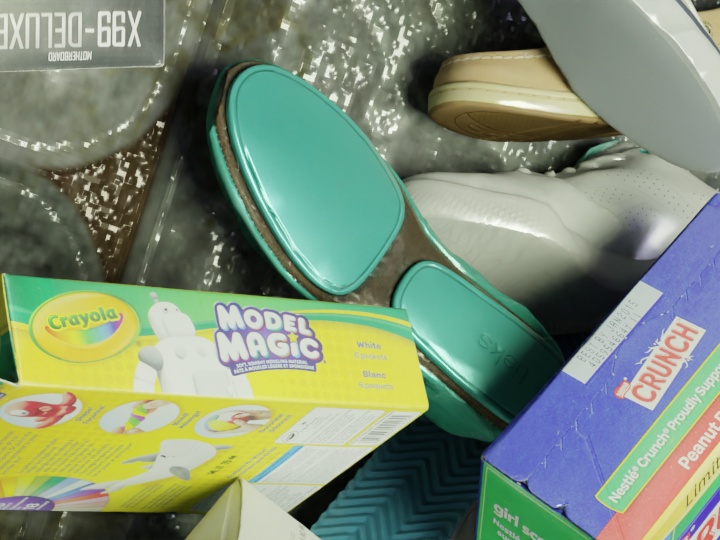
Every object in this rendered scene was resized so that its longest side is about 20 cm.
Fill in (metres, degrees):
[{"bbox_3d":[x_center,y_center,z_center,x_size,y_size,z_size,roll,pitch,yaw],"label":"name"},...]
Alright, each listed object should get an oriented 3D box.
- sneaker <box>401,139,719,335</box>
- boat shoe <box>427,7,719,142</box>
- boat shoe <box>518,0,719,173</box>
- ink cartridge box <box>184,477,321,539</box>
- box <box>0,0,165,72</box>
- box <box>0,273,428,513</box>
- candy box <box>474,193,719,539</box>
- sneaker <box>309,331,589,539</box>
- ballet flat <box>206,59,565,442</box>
[{"bbox_3d":[0.098,-0.022,1.012,0.199,0.075,0.089,12,58,-21],"label":"sneaker"},{"bbox_3d":[0.112,-0.092,1.005,0.199,0.071,0.065,-5,89,-35],"label":"boat shoe"},{"bbox_3d":[0.094,-0.130,0.925,0.200,0.071,0.070,46,62,-8],"label":"boat shoe"},{"bbox_3d":[-0.017,0.200,0.887,0.200,0.084,0.146,39,101,-10],"label":"ink cartridge box"},{"bbox_3d":[-0.164,-0.149,0.820,0.199,0.050,0.159,-6,102,-32],"label":"box"},{"bbox_3d":[-0.089,0.050,0.866,0.199,0.117,0.049,4,61,-35],"label":"box"},{"bbox_3d":[0.119,0.098,0.951,0.169,0.077,0.201,-44,151,-30],"label":"candy box"},{"bbox_3d":[0.046,0.101,0.997,0.200,0.076,0.081,-42,143,-26],"label":"sneaker"},{"bbox_3d":[0.000,0.000,0.938,0.200,0.070,0.067,45,65,-15],"label":"ballet flat"}]
